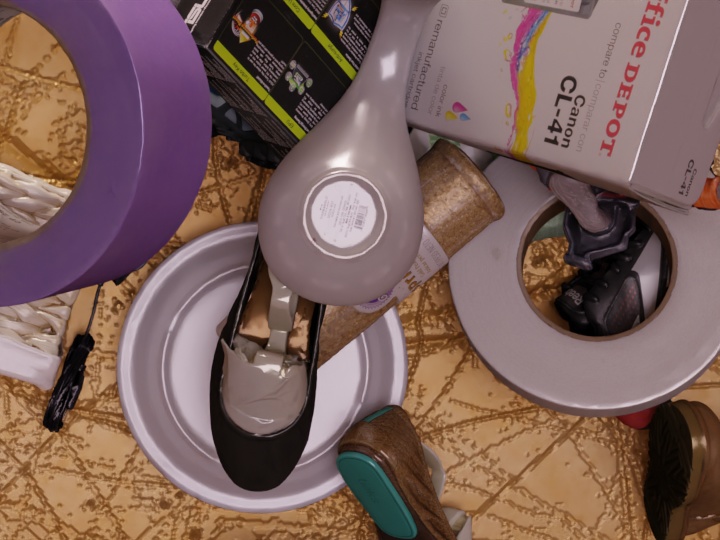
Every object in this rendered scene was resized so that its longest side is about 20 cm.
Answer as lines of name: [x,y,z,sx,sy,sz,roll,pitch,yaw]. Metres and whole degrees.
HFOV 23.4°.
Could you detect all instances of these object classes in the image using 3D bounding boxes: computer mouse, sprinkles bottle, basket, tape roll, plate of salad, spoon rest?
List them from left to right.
basket: [-0.269,-0.018,1.114,0.200,0.136,0.124,23,87,-10]
tape roll: [-0.190,-0.084,0.973,0.200,0.085,0.200,3,99,21]
computer mouse: [-0.165,0.018,1.171,0.034,0.059,0.200,22,93,-9]
plate of salad: [-0.067,0.066,1.196,0.200,0.048,0.200,0,91,-9]
sprinkles bottle: [0.000,0.000,1.140,0.200,0.068,0.068,-41,100,-2]
spoon rest: [0.004,-0.076,1.039,0.099,0.061,0.200,18,91,-3]
tape roll: [0.158,-0.002,1.173,0.202,0.037,0.203,-2,77,7]

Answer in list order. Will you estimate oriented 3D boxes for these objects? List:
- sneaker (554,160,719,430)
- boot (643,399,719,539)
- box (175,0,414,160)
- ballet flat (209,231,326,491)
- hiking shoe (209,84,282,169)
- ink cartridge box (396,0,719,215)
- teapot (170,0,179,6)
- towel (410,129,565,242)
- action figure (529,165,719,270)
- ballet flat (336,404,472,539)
sneaker: [0.192,0.008,1.220,0.098,0.071,0.201,16,94,-13]
boot: [0.303,0.120,1.216,0.200,0.175,0.066,-14,63,-5]
box: [-0.010,-0.165,1.076,0.193,0.047,0.200,-59,141,-10]
ballet flat: [-0.056,0.037,1.069,0.068,0.068,0.200,9,86,3]
hiking shoe: [-0.077,-0.124,1.111,0.200,0.074,0.087,25,81,-52]
ink cartridge box: [0.122,-0.134,1.049,0.086,0.200,0.148,13,96,-49]
teapot: [-0.072,-0.245,1.117,0.197,0.146,0.200,-6,97,-8]
towel: [0.041,-0.083,1.214,0.200,0.023,0.153,-10,98,-10]
action figure: [0.179,-0.109,1.119,0.193,0.105,0.200,-4,71,22]
ballet flat: [0.041,0.173,1.208,0.072,0.068,0.200,-50,129,-38]
